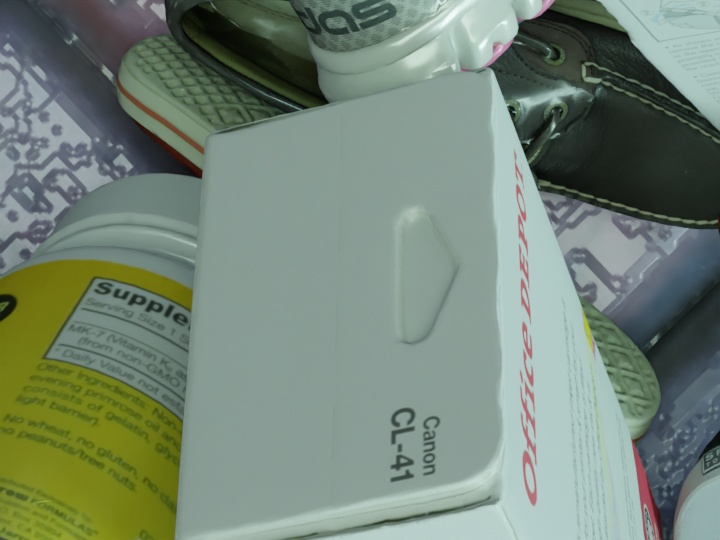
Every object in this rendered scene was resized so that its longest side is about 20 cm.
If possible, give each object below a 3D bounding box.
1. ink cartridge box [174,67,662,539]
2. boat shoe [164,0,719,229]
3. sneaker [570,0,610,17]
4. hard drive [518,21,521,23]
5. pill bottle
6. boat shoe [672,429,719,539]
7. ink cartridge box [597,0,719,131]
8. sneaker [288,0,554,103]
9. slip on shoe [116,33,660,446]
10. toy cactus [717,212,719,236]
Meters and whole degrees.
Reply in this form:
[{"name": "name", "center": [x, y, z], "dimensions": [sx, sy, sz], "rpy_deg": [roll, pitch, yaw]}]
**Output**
[{"name": "ink cartridge box", "center": [0.026, 0.070, 0.714], "dimensions": [0.085, 0.148, 0.200], "rpy_deg": [-13, 134, 14]}, {"name": "boat shoe", "center": [0.031, -0.052, 0.818], "dimensions": [0.199, 0.065, 0.073], "rpy_deg": [20, 134, -3]}, {"name": "sneaker", "center": [0.145, -0.124, 0.834], "dimensions": [0.199, 0.079, 0.090], "rpy_deg": [-15, 99, 8]}, {"name": "hard drive", "center": [0.024, -0.171, 0.805], "dimensions": [0.132, 0.027, 0.200], "rpy_deg": [-33, 66, -4]}, {"name": "pill bottle", "center": [-0.078, 0.066, 0.742], "dimensions": [0.114, 0.200, 0.115], "rpy_deg": [9, 126, 13]}, {"name": "boat shoe", "center": [0.129, 0.139, 0.838], "dimensions": [0.068, 0.057, 0.201], "rpy_deg": [2, 111, 12]}, {"name": "ink cartridge box", "center": [0.154, -0.080, 0.712], "dimensions": [0.161, 0.200, 0.050], "rpy_deg": [-7, 66, 27]}, {"name": "sneaker", "center": [0.044, -0.136, 0.715], "dimensions": [0.200, 0.074, 0.087], "rpy_deg": [-46, 124, -7]}, {"name": "slip on shoe", "center": [0.000, 0.000, 0.836], "dimensions": [0.200, 0.074, 0.061], "rpy_deg": [39, 121, 3]}, {"name": "toy cactus", "center": [0.189, 0.057, 0.746], "dimensions": [0.199, 0.102, 0.166], "rpy_deg": [9, 108, 22]}]
